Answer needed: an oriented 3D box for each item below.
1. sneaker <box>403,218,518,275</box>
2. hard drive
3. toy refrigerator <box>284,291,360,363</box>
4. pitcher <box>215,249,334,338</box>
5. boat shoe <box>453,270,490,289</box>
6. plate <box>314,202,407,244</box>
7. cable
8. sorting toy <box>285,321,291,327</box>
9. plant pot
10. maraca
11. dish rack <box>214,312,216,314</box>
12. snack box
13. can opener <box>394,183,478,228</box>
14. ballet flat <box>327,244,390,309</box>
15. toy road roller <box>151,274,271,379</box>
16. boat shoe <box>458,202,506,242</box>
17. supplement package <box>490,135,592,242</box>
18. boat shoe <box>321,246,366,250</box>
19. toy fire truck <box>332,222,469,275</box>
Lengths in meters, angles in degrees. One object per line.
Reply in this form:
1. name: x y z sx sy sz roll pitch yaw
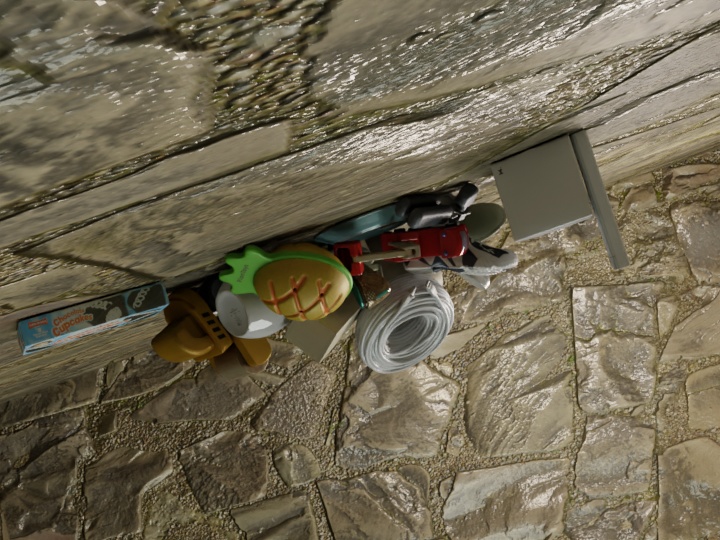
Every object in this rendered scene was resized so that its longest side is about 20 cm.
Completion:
1. sneaker: 0.171 -0.063 1.136 0.194 0.134 0.079 -1 171 17
2. hard drive: 0.363 -0.105 1.006 0.026 0.205 0.131 -18 177 20
3. toy refrigerator: -0.052 0.076 1.135 0.071 0.075 0.200 -58 175 25
4. pitcher: -0.128 0.023 1.092 0.170 0.123 0.199 -30 -179 44
5. boat shoe: 0.205 -0.021 1.257 0.069 0.071 0.200 -55 -168 5
6. plate: 0.018 -0.073 1.102 0.195 0.026 0.200 -19 177 -1
7. cable: 0.079 0.098 1.212 0.199 0.070 0.199 -42 140 10
8. sorting toy: -0.130 0.048 1.285 0.198 0.037 0.183 28 -152 34
9. plant pot: 0.089 0.011 1.328 0.131 0.206 0.200 -16 177 -6
10. maraca: -0.107 0.013 0.971 0.195 0.109 0.138 11 139 -19
11. dish rack: -0.276 0.056 1.390 0.196 0.045 0.171 -21 178 25
12. snack box: -0.385 0.069 0.953 0.196 0.038 0.116 -18 176 -31
13. can opener: 0.128 -0.111 1.046 0.198 0.053 0.068 -14 143 -57
14. ballet flat: 0.000 0.000 1.133 0.064 0.072 0.201 -20 -144 -10
15. toy road roller: -0.264 0.120 1.134 0.121 0.202 0.146 -20 -161 43
16. boat shoe: 0.173 -0.061 1.210 0.197 0.073 0.061 -24 160 4
17. supplement package: 0.286 -0.120 1.033 0.119 0.123 0.199 -18 177 19
18. boat shoe: -0.078 -0.016 1.250 0.194 0.075 0.068 -11 144 -6
19. toy fire truck: 0.068 -0.035 1.044 0.195 0.050 0.141 -4 -170 18
